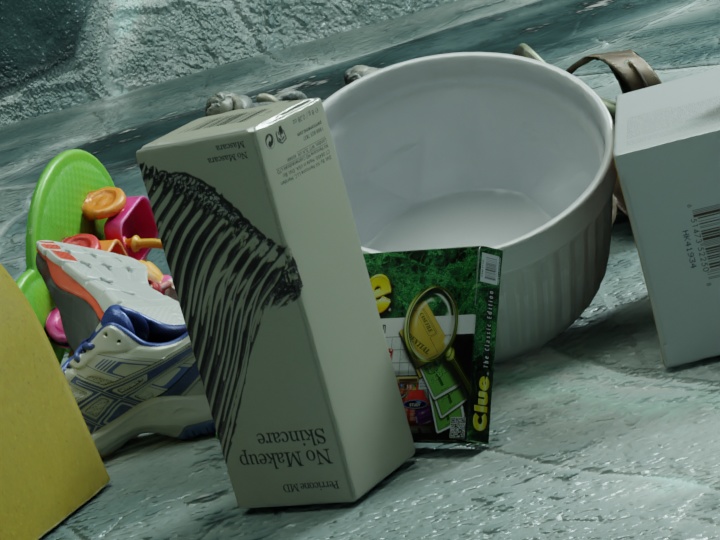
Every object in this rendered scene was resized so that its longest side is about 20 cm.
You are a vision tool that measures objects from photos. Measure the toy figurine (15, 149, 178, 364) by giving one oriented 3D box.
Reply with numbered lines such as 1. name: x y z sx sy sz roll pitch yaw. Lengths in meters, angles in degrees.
1. toy figurine: -0.133 0.001 1.634 0.183 0.151 0.200 -1 38 21

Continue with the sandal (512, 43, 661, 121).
1. sandal: 0.204 -0.128 1.680 0.200 0.058 0.080 19 8 -9

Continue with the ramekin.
1. ramekin: 0.058 -0.032 1.378 0.199 0.105 0.201 -6 40 5

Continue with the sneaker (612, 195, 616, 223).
1. sneaker: 0.077 0.001 1.500 0.199 0.071 0.076 -22 -12 -21

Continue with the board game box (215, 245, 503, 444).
1. board game box: -0.004 0.043 1.269 0.199 0.105 0.023 -5 -14 45

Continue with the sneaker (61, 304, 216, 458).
1. sneaker: -0.155 0.065 1.398 0.199 0.089 0.075 -16 13 4

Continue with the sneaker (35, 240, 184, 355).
1. sneaker: -0.173 0.038 1.507 0.077 0.082 0.200 10 14 -28

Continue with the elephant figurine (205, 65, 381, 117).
1. elephant figurine: -0.051 -0.093 1.831 0.199 0.156 0.141 -11 22 -24

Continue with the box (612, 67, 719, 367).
1. box: 0.205 -0.038 1.315 0.097 0.125 0.200 -14 11 10

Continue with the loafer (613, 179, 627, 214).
1. loafer: 0.176 -0.061 1.651 0.073 0.071 0.200 26 8 -18

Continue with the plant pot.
1. plant pot: -0.286 0.071 1.263 0.193 0.201 0.195 -10 13 23

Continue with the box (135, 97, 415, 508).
1. box: -0.042 0.018 1.185 0.082 0.201 0.068 -9 13 34
